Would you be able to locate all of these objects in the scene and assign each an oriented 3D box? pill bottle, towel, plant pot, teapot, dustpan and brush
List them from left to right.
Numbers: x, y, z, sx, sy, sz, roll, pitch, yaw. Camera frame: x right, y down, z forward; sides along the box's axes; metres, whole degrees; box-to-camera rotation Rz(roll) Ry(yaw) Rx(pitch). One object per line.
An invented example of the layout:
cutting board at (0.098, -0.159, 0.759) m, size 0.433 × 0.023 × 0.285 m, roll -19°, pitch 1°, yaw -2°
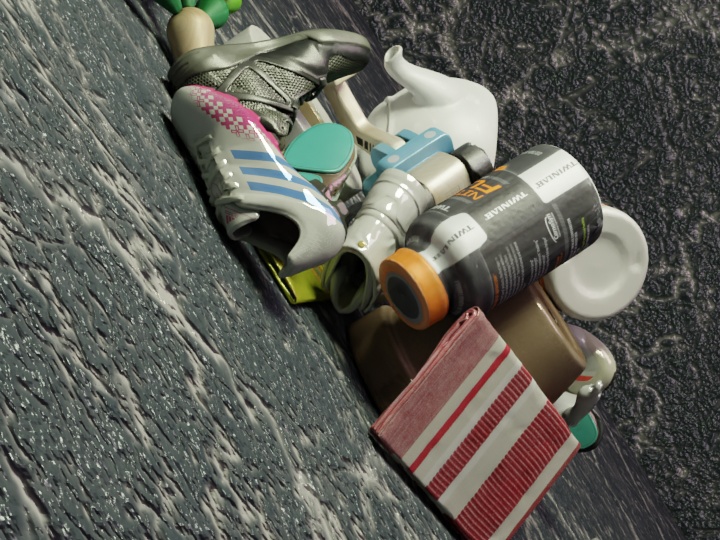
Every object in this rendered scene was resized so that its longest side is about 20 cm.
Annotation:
towel at (-0.055, -0.010, 1.460) m, size 0.086 × 0.018 × 0.200 m, roll 57°, pitch 10°, yaw 6°
teapot at (0.056, -0.116, 1.705) m, size 0.197 × 0.145 × 0.201 m, roll 147°, pitch -49°, yaw -81°
plant pot at (0.110, 0.089, 1.504) m, size 0.201 × 0.174 × 0.200 m, roll 53°, pitch 11°, yaw -15°
towel at (0.105, 0.146, 1.409) m, size 0.023 × 0.144 × 0.200 m, roll 22°, pitch -24°, yaw 53°
pill bottle at (0.113, -0.024, 1.426) m, size 0.106 × 0.200 × 0.107 m, roll 43°, pitch -29°, yaw 31°
pill bottle at (0.197, -0.025, 1.629) m, size 0.114 × 0.114 × 0.200 m, roll 53°, pitch -9°, yaw -22°
dustpan and brush at (0.190, 0.152, 1.557) m, size 0.057 × 0.140 × 0.200 m, roll 28°, pitch -34°, yaw 13°

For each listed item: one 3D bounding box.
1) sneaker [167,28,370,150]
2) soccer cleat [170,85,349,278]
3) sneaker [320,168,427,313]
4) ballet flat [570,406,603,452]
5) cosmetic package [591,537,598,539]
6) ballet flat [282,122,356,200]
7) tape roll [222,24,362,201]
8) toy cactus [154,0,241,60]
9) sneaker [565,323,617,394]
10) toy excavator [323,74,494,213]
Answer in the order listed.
sneaker at (-0.068, -0.155, 1.459) m, size 0.076 × 0.199 × 0.115 m, roll -41°, pitch -112°, yaw 55°
soccer cleat at (-0.098, -0.075, 1.307) m, size 0.200 × 0.086 × 0.070 m, roll 42°, pitch -38°, yaw 16°
sneaker at (0.000, 0.000, 1.494) m, size 0.073 × 0.116 × 0.200 m, roll 29°, pitch -28°, yaw 11°
ballet flat at (0.223, 0.118, 1.857) m, size 0.201 × 0.073 × 0.073 m, roll 64°, pitch 10°, yaw 5°
cosmetic package at (0.215, 0.334, 1.505) m, size 0.107 × 0.090 × 0.200 m, roll 58°, pitch 12°, yaw 5°
ballet flat at (-0.047, -0.067, 1.441) m, size 0.200 × 0.069 × 0.072 m, roll -72°, pitch 170°, yaw -62°
tape roll at (-0.081, -0.144, 1.608) m, size 0.203 × 0.071 × 0.203 m, roll 54°, pitch 9°, yaw -13°
toy cactus at (-0.175, -0.258, 1.517) m, size 0.200 × 0.102 × 0.166 m, roll 41°, pitch 37°, yaw -67°
sneaker at (0.161, 0.067, 1.611) m, size 0.199 × 0.071 × 0.093 m, roll 33°, pitch 14°, yaw 21°
toy excavator at (0.031, -0.107, 1.574) m, size 0.200 × 0.100 × 0.195 m, roll 30°, pitch -34°, yaw 44°
